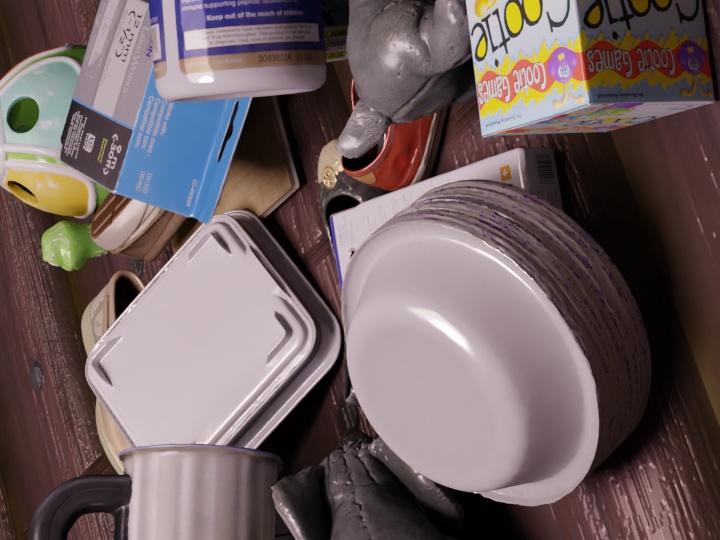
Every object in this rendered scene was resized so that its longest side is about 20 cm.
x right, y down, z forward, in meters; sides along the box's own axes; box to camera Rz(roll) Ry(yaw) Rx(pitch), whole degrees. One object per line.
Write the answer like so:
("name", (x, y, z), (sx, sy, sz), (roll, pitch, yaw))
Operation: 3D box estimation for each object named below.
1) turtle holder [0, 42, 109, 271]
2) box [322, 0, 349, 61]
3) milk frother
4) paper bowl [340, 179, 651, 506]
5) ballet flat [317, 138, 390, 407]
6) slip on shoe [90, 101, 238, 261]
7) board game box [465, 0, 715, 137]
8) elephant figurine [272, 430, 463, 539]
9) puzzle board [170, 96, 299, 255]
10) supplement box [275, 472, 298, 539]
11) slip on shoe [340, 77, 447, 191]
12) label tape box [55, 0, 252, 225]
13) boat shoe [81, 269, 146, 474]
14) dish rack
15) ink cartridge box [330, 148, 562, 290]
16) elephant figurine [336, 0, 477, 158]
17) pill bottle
("turtle holder", (-0.251, -0.100, 1.755), (0.141, 0.131, 0.187), (-160, 66, -66))
("box", (-0.079, -0.225, 1.490), (0.200, 0.110, 0.035), (49, 131, 27))
("milk frother", (-0.118, 0.208, 1.361), (0.200, 0.179, 0.190), (-23, 63, 57))
("paper bowl", (0.071, 0.054, 1.266), (0.200, 0.104, 0.202), (26, 135, 29))
("ballet flat", (0.000, 0.000, 1.472), (0.066, 0.056, 0.202), (-31, 68, 54))
("slip on shoe", (-0.140, -0.079, 1.649), (0.200, 0.060, 0.076), (-47, 26, 27))
("board game box", (0.128, -0.188, 1.216), (0.103, 0.104, 0.202), (-12, 84, 55))
("elephant figurine", (0.007, 0.171, 1.392), (0.201, 0.141, 0.155), (64, 143, 26))
("puzzle board", (-0.114, -0.095, 1.671), (0.200, 0.017, 0.152), (-38, 61, 51))
("supplement box", (-0.092, 0.288, 1.572), (0.200, 0.133, 0.201), (-44, 58, 48))
("slip on shoe", (0.028, -0.150, 1.411), (0.074, 0.061, 0.202), (36, 121, 51))
("label tape box", (-0.155, -0.128, 1.562), (0.200, 0.066, 0.144), (29, 102, 60))
("boat shoe", (-0.177, 0.094, 1.672), (0.065, 0.072, 0.201), (-53, 47, 46))
("dish rack", (-0.124, 0.064, 1.589), (0.200, 0.043, 0.172), (-47, 59, 12))
("ink cartridge box", (0.058, -0.013, 1.373), (0.199, 0.037, 0.096), (-17, 80, 47))
("elephant figurine", (0.028, -0.208, 1.327), (0.201, 0.154, 0.142), (61, 150, 14))
("pill bottle", (-0.085, -0.215, 1.344), (0.115, 0.115, 0.202), (0, 95, 56))
